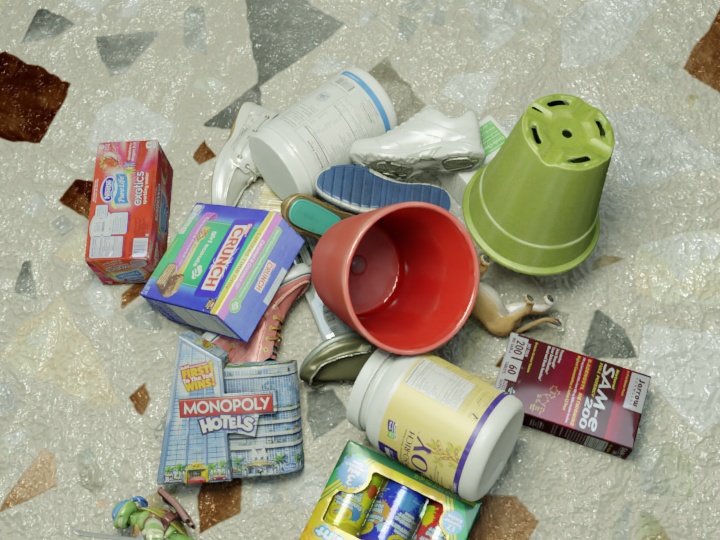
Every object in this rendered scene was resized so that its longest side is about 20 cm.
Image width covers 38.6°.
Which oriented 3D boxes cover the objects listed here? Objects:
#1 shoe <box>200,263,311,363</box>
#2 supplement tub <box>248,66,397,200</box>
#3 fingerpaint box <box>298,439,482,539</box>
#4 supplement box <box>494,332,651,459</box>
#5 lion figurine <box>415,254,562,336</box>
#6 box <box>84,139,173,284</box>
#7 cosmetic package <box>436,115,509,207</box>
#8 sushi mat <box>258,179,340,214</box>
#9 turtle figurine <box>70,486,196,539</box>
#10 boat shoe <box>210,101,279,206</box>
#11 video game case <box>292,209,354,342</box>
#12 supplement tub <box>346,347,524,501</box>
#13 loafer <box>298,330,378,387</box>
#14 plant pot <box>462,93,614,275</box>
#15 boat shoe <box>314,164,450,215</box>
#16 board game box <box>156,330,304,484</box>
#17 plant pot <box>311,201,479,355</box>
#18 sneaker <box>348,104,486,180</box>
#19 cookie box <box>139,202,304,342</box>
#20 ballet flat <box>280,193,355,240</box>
[{"bbox_3d":[-0.133,0.083,1.474,0.199,0.071,0.091,-38,71,1],"label":"shoe"},{"bbox_3d":[-0.054,-0.203,1.547,0.199,0.132,0.132,-38,69,-18],"label":"supplement tub"},{"bbox_3d":[0.037,0.344,1.350,0.198,0.073,0.168,24,70,14],"label":"fingerpaint box"},{"bbox_3d":[0.285,0.171,1.408,0.198,0.061,0.110,17,69,11],"label":"supplement box"},{"bbox_3d":[0.176,0.043,1.453,0.200,0.123,0.073,43,32,-3],"label":"lion figurine"},{"bbox_3d":[-0.348,-0.088,1.556,0.099,0.096,0.202,-2,67,4],"label":"box"},{"bbox_3d":[0.212,-0.116,1.524,0.107,0.085,0.200,-34,67,-13],"label":"cosmetic package"},{"bbox_3d":[-0.055,-0.123,1.590,0.198,0.012,0.097,4,67,7],"label":"sushi mat"},{"bbox_3d":[-0.261,0.386,1.326,0.192,0.200,0.145,20,104,9],"label":"turtle figurine"},{"bbox_3d":[-0.175,-0.172,1.589,0.069,0.071,0.202,11,67,12],"label":"boat shoe"},{"bbox_3d":[0.000,0.000,1.521,0.181,0.023,0.201,-22,70,-4],"label":"video game case"},{"bbox_3d":[0.097,0.192,1.341,0.199,0.146,0.146,26,71,23],"label":"supplement tub"},{"bbox_3d":[0.010,0.123,1.445,0.198,0.075,0.070,-21,62,-4],"label":"loafer"},{"bbox_3d":[0.250,-0.129,1.368,0.198,0.191,0.202,3,58,-5],"label":"plant pot"},{"bbox_3d":[0.028,-0.095,1.497,0.198,0.073,0.073,14,64,-3],"label":"boat shoe"},{"bbox_3d":[-0.183,0.181,1.403,0.198,0.062,0.202,-4,94,3],"label":"board game box"},{"bbox_3d":[0.030,0.002,1.378,0.198,0.177,0.203,-3,97,-26],"label":"plant pot"},{"bbox_3d":[0.082,-0.190,1.493,0.198,0.078,0.100,-2,68,7],"label":"sneaker"},{"bbox_3d":[-0.199,-0.003,1.467,0.199,0.075,0.172,9,64,46],"label":"cookie box"},{"bbox_3d":[-0.034,-0.056,1.481,0.199,0.072,0.068,25,94,-26],"label":"ballet flat"}]
